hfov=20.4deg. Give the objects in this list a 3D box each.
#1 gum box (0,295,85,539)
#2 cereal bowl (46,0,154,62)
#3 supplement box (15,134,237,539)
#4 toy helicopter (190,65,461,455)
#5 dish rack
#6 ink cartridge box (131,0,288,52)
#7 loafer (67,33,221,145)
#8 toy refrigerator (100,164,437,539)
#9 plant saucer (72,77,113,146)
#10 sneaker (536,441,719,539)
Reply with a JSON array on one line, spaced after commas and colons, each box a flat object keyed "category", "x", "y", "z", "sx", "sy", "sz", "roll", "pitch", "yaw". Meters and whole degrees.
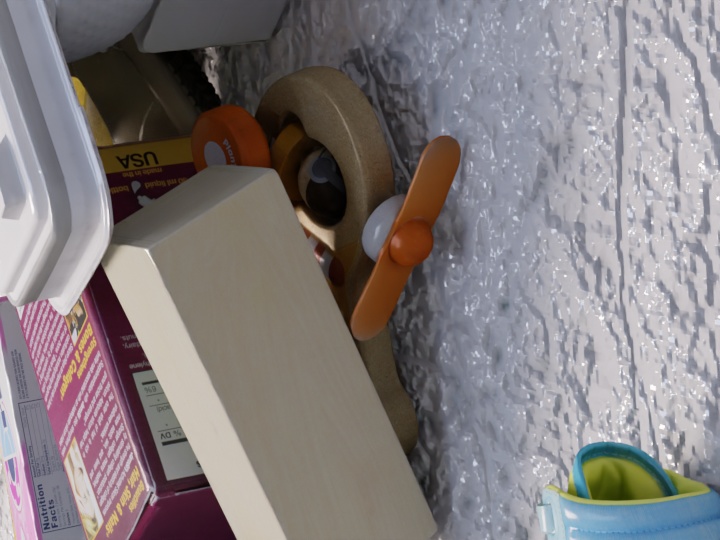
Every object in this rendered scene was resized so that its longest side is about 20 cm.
[{"category": "gum box", "x": -0.196, "y": 0.117, "z": 1.303, "sx": 0.113, "sy": 0.066, "sz": 0.202, "roll": 153, "pitch": 107, "yaw": -72}, {"category": "cereal bowl", "x": -0.138, "y": -0.200, "z": 0.941, "sx": 0.200, "sy": 0.083, "sz": 0.202, "roll": 163, "pitch": 90, "yaw": -72}, {"category": "supplement box", "x": -0.110, "y": 0.047, "z": 1.079, "sx": 0.201, "sy": 0.102, "sz": 0.131, "roll": 69, "pitch": 152, "yaw": 22}, {"category": "toy helicopter", "x": 0.000, "y": 0.000, "z": 0.971, "sx": 0.132, "sy": 0.079, "sz": 0.202, "roll": 6, "pitch": 113, "yaw": 51}, {"category": "dish rack", "x": -0.176, "y": -0.084, "z": 0.946, "sx": 0.172, "sy": 0.043, "sz": 0.201, "roll": 135, "pitch": 118, "yaw": -67}, {"category": "ink cartridge box", "x": -0.093, "y": -0.234, "z": 1.042, "sx": 0.201, "sy": 0.083, "sz": 0.145, "roll": 66, "pitch": 147, "yaw": 26}, {"category": "loafer", "x": -0.153, "y": -0.140, "z": 1.103, "sx": 0.201, "sy": 0.067, "sz": 0.076, "roll": 56, "pitch": -168, "yaw": -6}, {"category": "toy refrigerator", "x": -0.045, "y": 0.056, "z": 0.949, "sx": 0.070, "sy": 0.076, "sz": 0.201, "roll": 8, "pitch": 127, "yaw": 58}, {"category": "plant saucer", "x": -0.170, "y": -0.151, "z": 1.216, "sx": 0.200, "sy": 0.048, "sz": 0.202, "roll": 35, "pitch": 122, "yaw": 52}, {"category": "sneaker", "x": 0.093, "y": 0.144, "z": 0.819, "sx": 0.200, "sy": 0.079, "sz": 0.132, "roll": -33, "pitch": 70, "yaw": 48}]
